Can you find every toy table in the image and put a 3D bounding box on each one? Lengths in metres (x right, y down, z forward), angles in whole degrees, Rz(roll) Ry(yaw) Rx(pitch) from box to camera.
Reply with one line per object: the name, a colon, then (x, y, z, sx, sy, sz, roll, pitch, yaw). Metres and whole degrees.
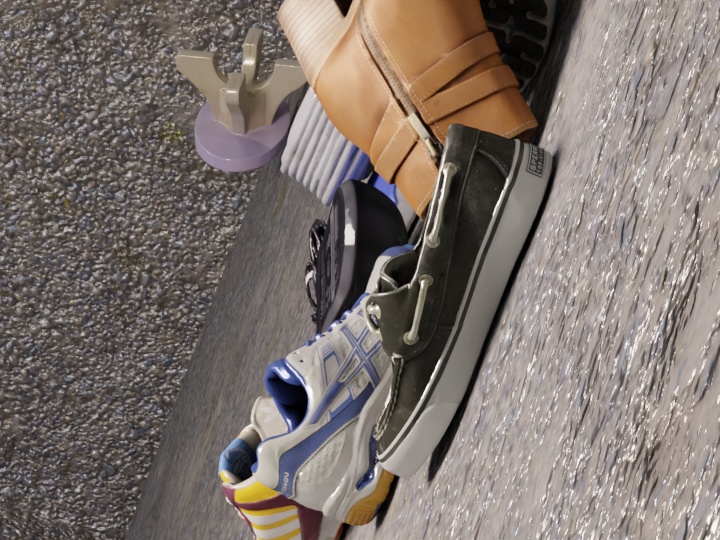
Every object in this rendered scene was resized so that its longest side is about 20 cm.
toy table: (-0.156, -0.234, 3.613, 0.200, 0.184, 0.117, -97, 8, -57)

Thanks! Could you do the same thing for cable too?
cable: (0.007, -0.146, 2.024, 0.200, 0.069, 0.200, -60, -2, -23)

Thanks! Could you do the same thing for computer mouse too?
computer mouse: (0.000, 0.000, 1.855, 0.200, 0.053, 0.139, 114, 158, -68)

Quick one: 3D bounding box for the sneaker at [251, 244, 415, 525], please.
sneaker: (-0.009, 0.055, 1.613, 0.075, 0.088, 0.200, 112, 175, -50)

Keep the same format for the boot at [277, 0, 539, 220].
boot: (0.048, -0.138, 1.467, 0.200, 0.155, 0.077, -45, -24, 28)

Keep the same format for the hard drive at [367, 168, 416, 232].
hard drive: (0.017, -0.043, 1.981, 0.200, 0.025, 0.132, 116, 170, -53)

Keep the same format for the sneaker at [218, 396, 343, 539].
sneaker: (-0.051, 0.141, 1.713, 0.200, 0.090, 0.075, 114, 172, -49)

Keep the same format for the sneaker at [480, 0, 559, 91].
sneaker: (0.096, -0.179, 1.547, 0.200, 0.078, 0.090, -65, -11, 27)

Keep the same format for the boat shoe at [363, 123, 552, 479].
boat shoe: (0.037, 0.015, 1.414, 0.071, 0.064, 0.200, -86, 15, -68)
